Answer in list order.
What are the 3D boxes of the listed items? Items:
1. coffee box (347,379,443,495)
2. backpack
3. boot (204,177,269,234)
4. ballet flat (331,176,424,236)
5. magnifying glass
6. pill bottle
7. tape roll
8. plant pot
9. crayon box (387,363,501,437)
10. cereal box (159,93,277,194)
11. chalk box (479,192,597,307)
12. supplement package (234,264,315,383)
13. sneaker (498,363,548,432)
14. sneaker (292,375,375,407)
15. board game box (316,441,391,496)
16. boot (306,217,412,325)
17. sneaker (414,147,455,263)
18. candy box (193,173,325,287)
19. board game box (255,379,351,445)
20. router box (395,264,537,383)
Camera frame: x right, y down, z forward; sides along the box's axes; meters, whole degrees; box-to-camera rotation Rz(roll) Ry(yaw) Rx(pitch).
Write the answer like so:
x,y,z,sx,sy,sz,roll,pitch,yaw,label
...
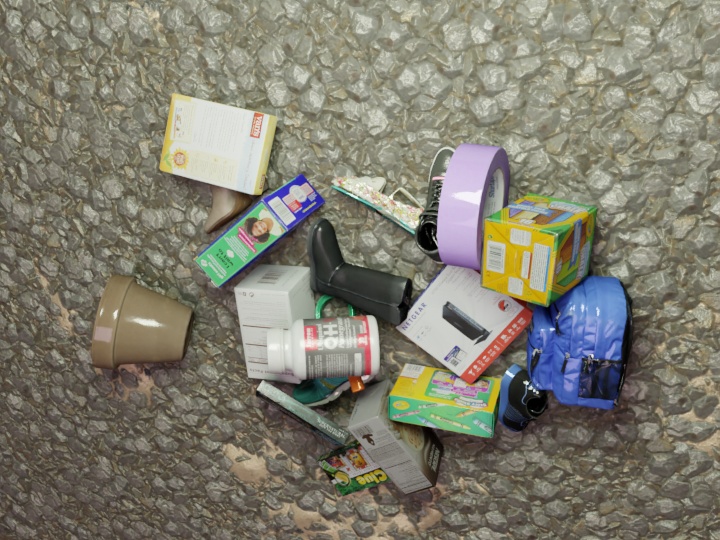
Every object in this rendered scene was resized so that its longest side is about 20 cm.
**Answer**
x,y,z,sx,sy,sz,roll,pitch,yaw,label
0.072,0.331,1.567,0.080,0.114,0.200,-27,112,29,coffee box
0.370,0.110,1.331,0.168,0.163,0.200,5,113,2,backpack
-0.263,-0.176,1.495,0.200,0.070,0.146,-34,93,28,boot
0.045,-0.126,1.410,0.200,0.076,0.064,30,90,-1,ballet flat
-0.032,0.136,1.524,0.080,0.022,0.200,-22,73,16,magnifying glass
-0.069,0.141,1.443,0.200,0.111,0.111,-3,116,-5,pill bottle
0.185,-0.103,1.280,0.066,0.200,0.200,9,117,21,tape roll
-0.443,0.120,1.640,0.174,0.200,0.200,12,119,-6,plant pot
0.164,0.244,1.504,0.200,0.119,0.058,8,117,17,crayon box
-0.256,-0.227,1.418,0.200,0.040,0.144,16,99,16,cereal box
0.297,-0.044,1.272,0.124,0.200,0.125,18,120,34,chalk box
-0.159,0.103,1.554,0.117,0.117,0.200,3,116,18,supplement package
0.301,0.250,1.441,0.078,0.070,0.200,35,158,33,sneaker
-0.060,0.204,1.582,0.200,0.078,0.080,-32,132,20,sneaker
0.007,0.414,1.688,0.200,0.023,0.105,-30,103,35,board game box
0.000,0.001,1.452,0.200,0.066,0.165,22,134,29,boot
0.137,-0.111,1.327,0.071,0.099,0.200,6,92,18,sneaker
-0.183,-0.073,1.448,0.200,0.169,0.077,-38,94,30,candy box
-0.118,0.285,1.572,0.200,0.028,0.135,32,165,-1,board game box
0.193,0.085,1.458,0.179,0.049,0.200,36,121,0,router box
